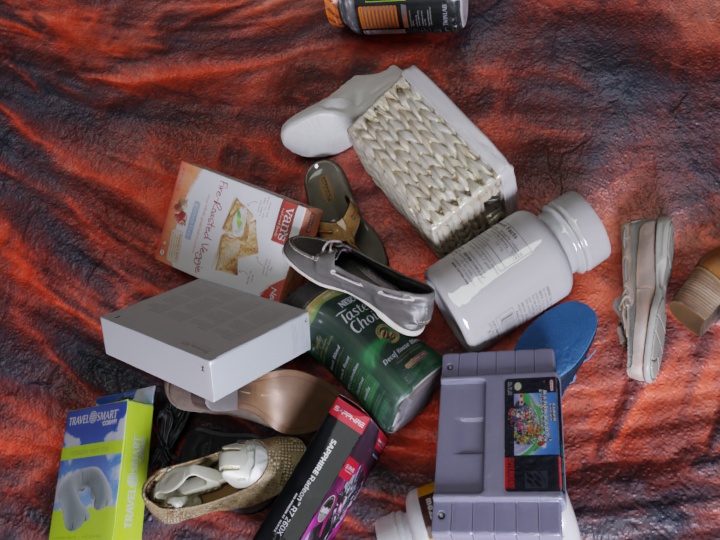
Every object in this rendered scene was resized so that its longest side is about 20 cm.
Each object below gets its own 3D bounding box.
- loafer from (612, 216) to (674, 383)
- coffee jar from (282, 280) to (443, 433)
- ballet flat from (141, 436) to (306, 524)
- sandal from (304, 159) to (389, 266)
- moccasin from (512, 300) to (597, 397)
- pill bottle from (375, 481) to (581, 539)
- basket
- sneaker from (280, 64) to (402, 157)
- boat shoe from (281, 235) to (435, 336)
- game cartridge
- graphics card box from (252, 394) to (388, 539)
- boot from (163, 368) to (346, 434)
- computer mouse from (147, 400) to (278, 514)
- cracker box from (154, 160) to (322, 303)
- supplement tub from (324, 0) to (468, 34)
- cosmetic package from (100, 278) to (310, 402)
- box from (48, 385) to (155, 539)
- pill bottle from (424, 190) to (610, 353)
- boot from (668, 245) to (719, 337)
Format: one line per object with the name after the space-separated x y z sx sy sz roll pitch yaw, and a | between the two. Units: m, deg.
0.318 0.031 0.854 0.062 0.072 0.204 2 61 31 | loafer
-0.001 0.087 0.876 0.199 0.087 0.103 38 44 23 | coffee jar
-0.153 0.226 0.813 0.196 0.066 0.072 -24 52 10 | ballet flat
-0.026 -0.069 0.972 0.080 0.055 0.204 -21 65 3 | sandal
0.193 0.122 0.840 0.200 0.068 0.080 -47 58 -8 | moccasin
0.118 0.265 0.773 0.196 0.110 0.111 -21 65 3 | pill bottle
0.088 -0.126 0.929 0.123 0.136 0.201 -38 65 0 | basket
-0.022 -0.227 1.037 0.196 0.076 0.090 -21 52 -3 | sneaker
0.000 0.000 0.866 0.197 0.058 0.067 30 35 12 | boat shoe
0.139 0.170 0.749 0.126 0.039 0.203 -9 48 21 | game cartridge
-0.045 0.246 0.809 0.050 0.126 0.202 28 76 20 | graphics card box
-0.130 0.140 0.879 0.196 0.145 0.072 12 86 -27 | boot
-0.166 0.230 0.889 0.196 0.053 0.141 9 68 27 | computer mouse
-0.160 -0.046 0.967 0.196 0.057 0.137 20 97 19 | cracker box
0.052 -0.400 1.053 0.194 0.123 0.126 3 68 13 | supplement tub
-0.177 0.071 0.850 0.197 0.149 0.053 14 113 38 | cosmetic package
-0.309 0.243 0.896 0.120 0.047 0.205 -14 64 31 | box
0.182 -0.002 0.865 0.197 0.115 0.116 -32 65 -2 | pill bottle
0.460 0.045 0.814 0.155 0.077 0.200 -41 58 -10 | boot
